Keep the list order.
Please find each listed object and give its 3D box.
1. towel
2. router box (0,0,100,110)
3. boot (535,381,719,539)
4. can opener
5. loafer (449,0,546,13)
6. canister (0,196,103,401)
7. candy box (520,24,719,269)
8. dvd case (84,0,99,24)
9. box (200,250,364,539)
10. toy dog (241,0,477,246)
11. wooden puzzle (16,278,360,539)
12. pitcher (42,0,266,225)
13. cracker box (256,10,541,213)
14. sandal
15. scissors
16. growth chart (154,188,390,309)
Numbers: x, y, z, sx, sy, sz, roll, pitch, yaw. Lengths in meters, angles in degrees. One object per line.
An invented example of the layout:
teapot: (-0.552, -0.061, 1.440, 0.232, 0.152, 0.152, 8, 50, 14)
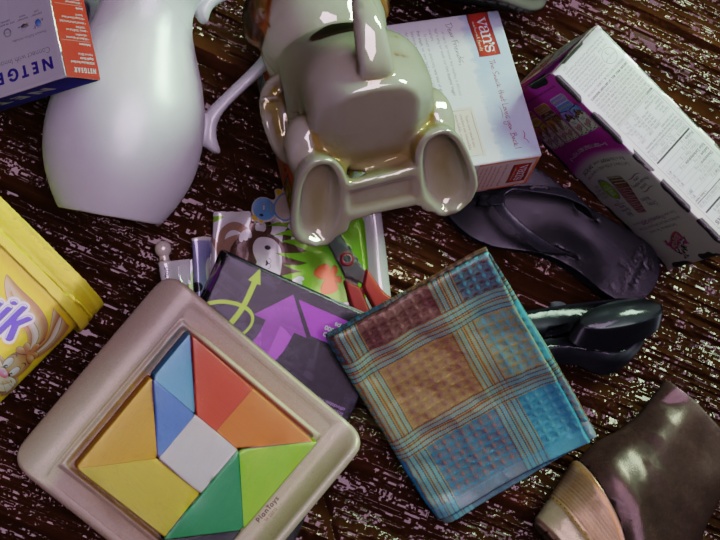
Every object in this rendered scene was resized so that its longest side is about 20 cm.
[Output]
towel: (0.080, 0.093, 1.646, 0.146, 0.022, 0.200, -29, 118, 3)
router box: (-0.304, -0.203, 1.581, 0.200, 0.049, 0.180, -15, 86, 24)
boot: (0.256, 0.210, 1.699, 0.166, 0.072, 0.200, -42, 91, -13)
can opener: (0.140, 0.053, 1.692, 0.199, 0.079, 0.063, -8, 48, -11)
loafer: (0.085, -0.248, 1.668, 0.200, 0.073, 0.071, 7, 95, -53)
canister: (-0.314, 0.046, 1.590, 0.149, 0.087, 0.200, 44, 78, -4)
candy box: (0.219, -0.095, 1.699, 0.200, 0.136, 0.061, 45, 77, -6)
dvd case: (-0.245, -0.256, 1.673, 0.200, 0.016, 0.149, 25, 79, -10)
box: (-0.081, 0.104, 1.641, 0.143, 0.036, 0.200, 23, 91, -12)
toy dog: (-0.021, -0.144, 1.556, 0.139, 0.200, 0.194, -21, 133, -3)
wooden puzzle: (-0.127, 0.136, 1.598, 0.200, 0.037, 0.185, 41, 87, -10)
pitcher: (-0.149, -0.135, 1.621, 0.171, 0.121, 0.201, 11, 90, -12)
cracker box: (0.029, -0.123, 1.682, 0.199, 0.058, 0.134, -9, 68, -13)
sandal: (0.157, -0.039, 1.726, 0.200, 0.043, 0.076, 24, 79, -9)
scissors: (0.000, 0.000, 1.688, 0.073, 0.014, 0.201, -16, 87, -12)
growth chart: (-0.067, 0.009, 1.684, 0.199, 0.018, 0.145, -14, 88, -16)
